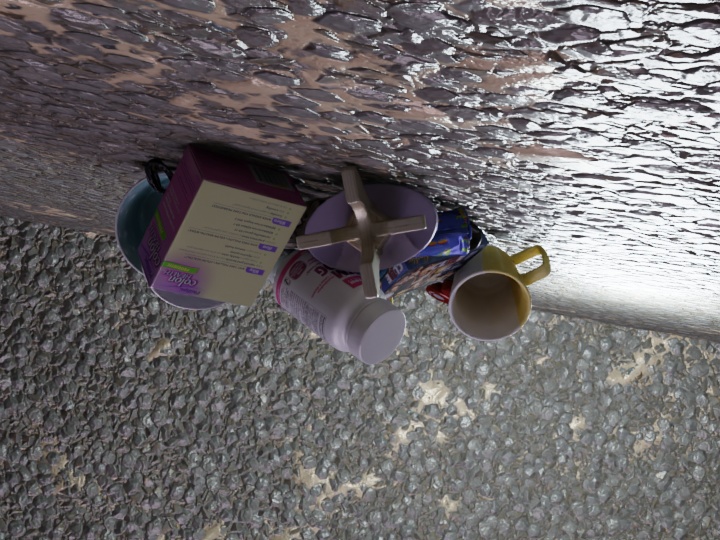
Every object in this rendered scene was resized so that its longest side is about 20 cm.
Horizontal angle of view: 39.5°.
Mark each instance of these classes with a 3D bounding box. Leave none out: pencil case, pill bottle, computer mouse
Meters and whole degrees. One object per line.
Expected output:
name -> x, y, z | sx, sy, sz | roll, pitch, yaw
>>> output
pencil case -> 0.079, -0.050, 1.562 | 0.199, 0.079, 0.087 | -8, -170, -20
pill bottle -> -0.032, 0.053, 1.529 | 0.200, 0.114, 0.113 | 34, -169, 36
computer mouse -> -0.323, -0.098, 1.686 | 0.058, 0.201, 0.034 | -15, -150, -11

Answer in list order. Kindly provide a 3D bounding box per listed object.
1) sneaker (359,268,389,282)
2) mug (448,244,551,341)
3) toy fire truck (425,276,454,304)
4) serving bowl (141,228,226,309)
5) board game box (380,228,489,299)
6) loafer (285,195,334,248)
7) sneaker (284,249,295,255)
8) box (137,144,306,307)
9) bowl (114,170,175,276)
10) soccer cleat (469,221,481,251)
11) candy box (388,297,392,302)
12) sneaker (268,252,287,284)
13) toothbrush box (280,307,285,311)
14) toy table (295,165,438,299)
sneaker -> -0.014, -0.042, 1.644 | 0.079, 0.201, 0.095 | -37, 125, 24
mug -> 0.255, 0.030, 1.873 | 0.185, 0.150, 0.153 | 1, -152, 3
toy fire truck -> 0.159, -0.019, 2.035 | 0.167, 0.113, 0.200 | 30, 169, -14
serving bowl -> -0.269, -0.037, 1.676 | 0.199, 0.201, 0.066 | 12, -158, -24
board game box -> 0.115, -0.007, 1.764 | 0.199, 0.035, 0.135 | -18, 163, -37
loafer -> -0.051, -0.089, 1.568 | 0.199, 0.072, 0.063 | -15, 160, -2
sneaker -> -0.159, -0.098, 1.737 | 0.091, 0.076, 0.200 | 21, 159, 50
box -> -0.210, -0.063, 1.506 | 0.175, 0.201, 0.097 | 12, -149, -34
bowl -> -0.330, -0.088, 1.774 | 0.200, 0.202, 0.105 | 11, -165, -14
soccer cleat -> 0.105, -0.071, 1.683 | 0.199, 0.065, 0.084 | 12, -176, -14
candy box -> 0.000, 0.000, 1.773 | 0.102, 0.201, 0.026 | -20, -158, -27
sneaker -> -0.095, -0.031, 1.868 | 0.088, 0.200, 0.075 | 46, 152, 12
toothbrush box -> -0.063, -0.003, 2.017 | 0.145, 0.201, 0.086 | 12, 175, -37
toy table -> 0.007, -0.056, 1.439 | 0.199, 0.185, 0.117 | -21, -178, 13
